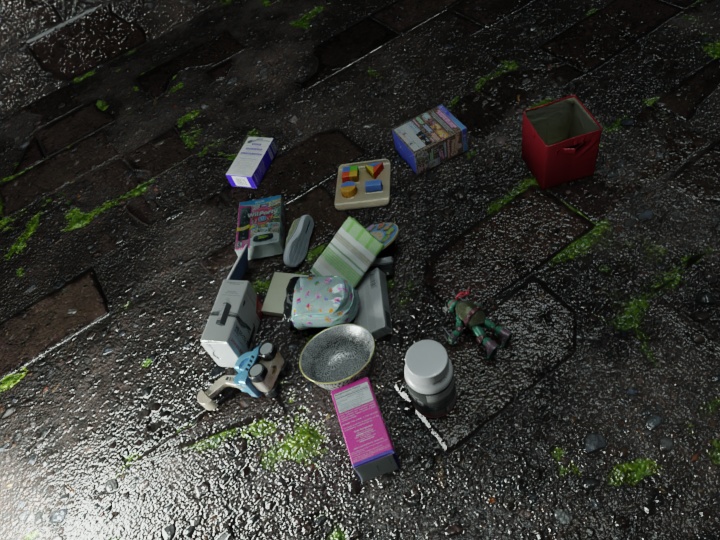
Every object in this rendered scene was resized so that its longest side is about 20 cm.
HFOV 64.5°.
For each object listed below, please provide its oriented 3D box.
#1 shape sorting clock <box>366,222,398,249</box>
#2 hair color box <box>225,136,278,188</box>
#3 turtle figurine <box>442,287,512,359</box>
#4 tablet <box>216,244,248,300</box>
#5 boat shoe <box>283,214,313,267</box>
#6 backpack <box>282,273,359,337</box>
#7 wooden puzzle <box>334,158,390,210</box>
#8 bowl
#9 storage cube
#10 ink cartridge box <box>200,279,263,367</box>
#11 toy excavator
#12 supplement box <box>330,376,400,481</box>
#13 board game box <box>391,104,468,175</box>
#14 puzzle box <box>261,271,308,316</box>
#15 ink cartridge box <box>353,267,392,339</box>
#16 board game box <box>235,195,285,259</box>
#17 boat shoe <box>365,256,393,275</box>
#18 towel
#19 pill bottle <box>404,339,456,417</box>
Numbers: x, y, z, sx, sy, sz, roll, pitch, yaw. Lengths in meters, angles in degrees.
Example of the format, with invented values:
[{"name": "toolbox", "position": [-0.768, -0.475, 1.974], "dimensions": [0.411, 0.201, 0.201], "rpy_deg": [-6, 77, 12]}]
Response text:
[{"name": "shape sorting clock", "position": [0.021, -0.087, 1.688], "dimensions": [0.199, 0.039, 0.201], "rpy_deg": [-24, 28, 13]}, {"name": "hair color box", "position": [-0.387, -0.390, 2.052], "dimensions": [0.108, 0.065, 0.201], "rpy_deg": [8, 58, 21]}, {"name": "turtle figurine", "position": [0.282, 0.133, 1.467], "dimensions": [0.150, 0.101, 0.200], "rpy_deg": [-41, 60, -18]}, {"name": "tablet", "position": [-0.378, 0.030, 1.692], "dimensions": [0.014, 0.130, 0.201], "rpy_deg": [20, 58, 1]}, {"name": "boat shoe", "position": [-0.201, -0.087, 1.782], "dimensions": [0.062, 0.072, 0.201], "rpy_deg": [-13, 43, 36]}, {"name": "backpack", "position": [-0.104, 0.087, 1.535], "dimensions": [0.198, 0.127, 0.169], "rpy_deg": [-2, 71, 20]}, {"name": "wooden puzzle", "position": [0.007, -0.294, 1.889], "dimensions": [0.183, 0.046, 0.202], "rpy_deg": [-5, 53, 10]}, {"name": "bowl", "position": [-0.047, 0.239, 1.454], "dimensions": [0.199, 0.095, 0.202], "rpy_deg": [-14, 36, 10]}, {"name": "storage cube", "position": [0.597, -0.382, 1.720], "dimensions": [0.169, 0.180, 0.201], "rpy_deg": [-18, 52, 0]}, {"name": "ink cartridge box", "position": [-0.350, 0.148, 1.580], "dimensions": [0.083, 0.145, 0.201], "rpy_deg": [3, 54, 15]}, {"name": "toy excavator", "position": [-0.313, 0.286, 1.512], "dimensions": [0.198, 0.100, 0.196], "rpy_deg": [0, 50, 31]}, {"name": "supplement box", "position": [0.011, 0.372, 1.346], "dimensions": [0.102, 0.102, 0.201], "rpy_deg": [-20, 51, -1]}, {"name": "board game box", "position": [0.232, -0.438, 1.907], "dimensions": [0.199, 0.097, 0.160], "rpy_deg": [-27, 52, -7]}, {"name": "puzzle box", "position": [-0.178, 0.076, 1.660], "dimensions": [0.198, 0.025, 0.134], "rpy_deg": [6, 61, 18]}, {"name": "ink cartridge box", "position": [-0.002, 0.112, 1.587], "dimensions": [0.173, 0.043, 0.201], "rpy_deg": [-28, 47, 26]}, {"name": "board game box", "position": [-0.319, -0.138, 1.833], "dimensions": [0.146, 0.065, 0.201], "rpy_deg": [-10, 51, 7]}, {"name": "boat shoe", "position": [0.000, 0.000, 1.658], "dimensions": [0.198, 0.069, 0.057], "rpy_deg": [-8, 91, 11]}, {"name": "towel", "position": [-0.037, -0.032, 1.613], "dimensions": [0.149, 0.031, 0.201], "rpy_deg": [42, 101, 25]}, {"name": "pill bottle", "position": [0.163, 0.253, 1.334], "dimensions": [0.113, 0.201, 0.115], "rpy_deg": [-7, 51, 9]}]
